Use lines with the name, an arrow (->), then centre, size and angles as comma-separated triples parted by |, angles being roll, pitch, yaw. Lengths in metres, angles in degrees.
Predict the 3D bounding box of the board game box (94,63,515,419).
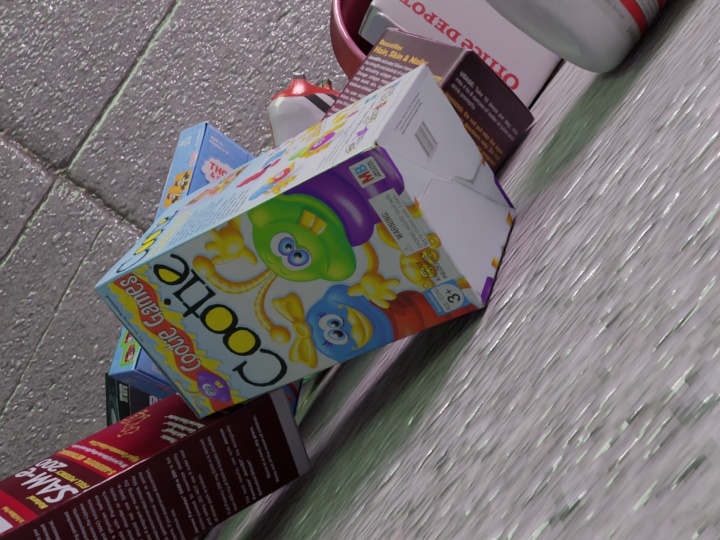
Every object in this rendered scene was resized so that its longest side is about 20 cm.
board game box -> -0.030, -0.011, 0.569 | 0.200, 0.103, 0.105 | -24, 21, 31

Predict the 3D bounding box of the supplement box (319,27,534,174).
supplement box -> 0.016, -0.065, 0.730 | 0.200, 0.086, 0.110 | -54, 36, -3

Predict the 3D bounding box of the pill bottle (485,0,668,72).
pill bottle -> 0.157, -0.223, 0.569 | 0.200, 0.112, 0.112 | -53, 6, 6

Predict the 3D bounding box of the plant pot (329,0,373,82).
plant pot -> 0.062, -0.235, 1.105 | 0.200, 0.200, 0.179 | -56, -9, -22

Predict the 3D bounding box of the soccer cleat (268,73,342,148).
soccer cleat -> 0.016, -0.121, 0.899 | 0.069, 0.199, 0.086 | 148, 124, -72

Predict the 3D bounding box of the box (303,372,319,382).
box -> 0.000, 0.000, 0.866 | 0.200, 0.048, 0.117 | -54, 6, 15

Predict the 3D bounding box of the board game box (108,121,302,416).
board game box -> -0.095, 0.012, 0.762 | 0.037, 0.151, 0.201 | -12, 56, 41

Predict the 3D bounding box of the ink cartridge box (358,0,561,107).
ink cartridge box -> 0.114, -0.235, 0.813 | 0.200, 0.145, 0.084 | -55, 5, -7

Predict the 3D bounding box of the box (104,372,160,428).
box -> -0.187, 0.167, 0.872 | 0.200, 0.043, 0.161 | 168, 100, -70

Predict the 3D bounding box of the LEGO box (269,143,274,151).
LEGO box -> -0.017, -0.092, 1.016 | 0.077, 0.149, 0.200 | -51, 6, 19

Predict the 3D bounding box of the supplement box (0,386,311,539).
supplement box -> -0.143, 0.134, 0.608 | 0.200, 0.061, 0.109 | -26, 13, -32
